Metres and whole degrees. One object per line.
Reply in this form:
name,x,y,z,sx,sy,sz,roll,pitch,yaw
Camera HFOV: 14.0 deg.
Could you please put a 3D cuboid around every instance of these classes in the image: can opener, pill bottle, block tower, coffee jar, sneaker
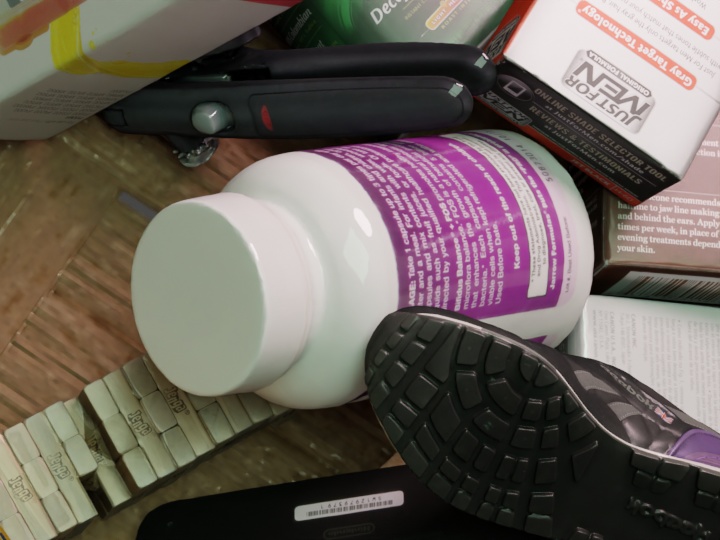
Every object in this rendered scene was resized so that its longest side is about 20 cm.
can opener,-0.034,-0.082,1.316,0.200,0.079,0.063,8,45,32
pill bottle,0.000,0.000,1.281,0.200,0.112,0.112,-9,76,-46
block tower,-0.123,0.084,1.304,0.200,0.054,0.058,-27,84,-18
coffee jar,-0.022,-0.161,1.373,0.200,0.085,0.104,43,71,1
sneaker,0.084,0.069,1.254,0.200,0.088,0.076,31,109,-17

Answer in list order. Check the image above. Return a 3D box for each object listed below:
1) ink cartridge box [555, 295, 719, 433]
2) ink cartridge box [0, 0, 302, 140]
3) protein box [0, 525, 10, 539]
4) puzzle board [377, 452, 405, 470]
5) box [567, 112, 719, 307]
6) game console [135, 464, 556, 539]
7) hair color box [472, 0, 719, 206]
ink cartridge box,0.181,0.100,1.381,0.200,0.050,0.162,7,73,-25
ink cartridge box,-0.114,-0.160,1.291,0.083,0.200,0.145,-2,69,-59
protein box,-0.232,0.170,1.182,0.199,0.135,0.200,-37,86,5
puzzle board,0.062,0.171,1.302,0.151,0.017,0.200,-43,73,1
box,0.153,-0.086,1.399,0.100,0.075,0.200,5,77,-11
game console,0.008,0.188,1.291,0.200,0.116,0.176,-9,47,8
hair color box,0.141,-0.141,1.338,0.102,0.061,0.200,34,70,-9
